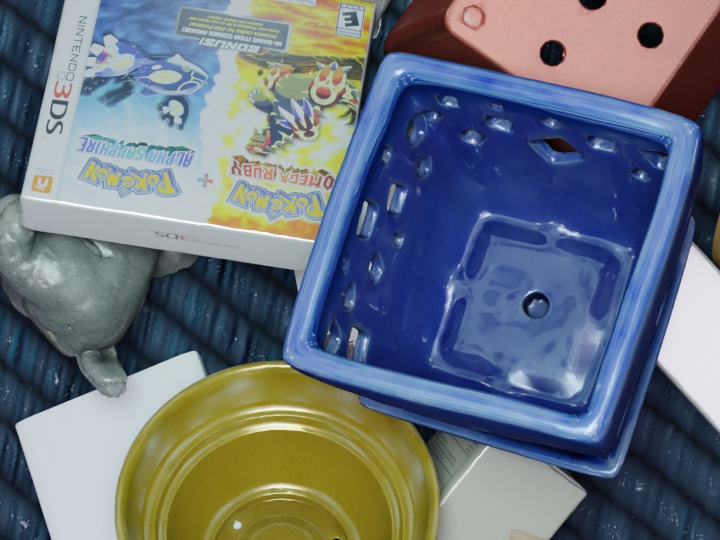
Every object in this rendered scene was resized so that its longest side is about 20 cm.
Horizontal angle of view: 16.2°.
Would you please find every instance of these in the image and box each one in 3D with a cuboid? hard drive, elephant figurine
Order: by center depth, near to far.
[{"bbox_3d":[-0.152,-0.052,1.637,0.200,0.141,0.155,-41,118,-12],"label":"elephant figurine"},{"bbox_3d":[-0.134,0.168,1.652,0.132,0.025,0.201,-22,70,4],"label":"hard drive"}]

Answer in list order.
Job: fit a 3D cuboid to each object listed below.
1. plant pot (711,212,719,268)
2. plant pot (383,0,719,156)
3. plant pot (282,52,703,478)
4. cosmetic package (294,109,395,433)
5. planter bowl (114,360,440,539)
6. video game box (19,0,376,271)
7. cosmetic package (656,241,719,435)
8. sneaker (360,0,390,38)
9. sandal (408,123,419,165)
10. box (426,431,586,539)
[{"bbox_3d":[0.330,-0.013,1.593,0.199,0.186,0.187,20,93,18],"label":"plant pot"},{"bbox_3d":[0.144,-0.165,1.585,0.200,0.176,0.200,35,94,1],"label":"plant pot"},{"bbox_3d":[0.091,0.008,1.499,0.199,0.180,0.201,15,77,17],"label":"plant pot"},{"bbox_3d":[0.000,0.000,1.645,0.082,0.051,0.201,-13,83,6],"label":"cosmetic package"},{"bbox_3d":[-0.051,0.163,1.578,0.200,0.084,0.201,0,58,-1],"label":"planter bowl"},{"bbox_3d":[-0.100,-0.098,1.586,0.199,0.047,0.183,8,64,0],"label":"video game box"},{"bbox_3d":[0.246,0.072,1.624,0.071,0.101,0.200,-43,90,3],"label":"cosmetic package"},{"bbox_3d":[-0.068,-0.204,1.646,0.199,0.075,0.082,14,96,5],"label":"sneaker"},{"bbox_3d":[0.081,-0.008,1.645,0.080,0.054,0.201,-20,104,9],"label":"sandal"},{"bbox_3d":[0.046,0.185,1.636,0.078,0.095,0.200,38,95,-16],"label":"box"}]
